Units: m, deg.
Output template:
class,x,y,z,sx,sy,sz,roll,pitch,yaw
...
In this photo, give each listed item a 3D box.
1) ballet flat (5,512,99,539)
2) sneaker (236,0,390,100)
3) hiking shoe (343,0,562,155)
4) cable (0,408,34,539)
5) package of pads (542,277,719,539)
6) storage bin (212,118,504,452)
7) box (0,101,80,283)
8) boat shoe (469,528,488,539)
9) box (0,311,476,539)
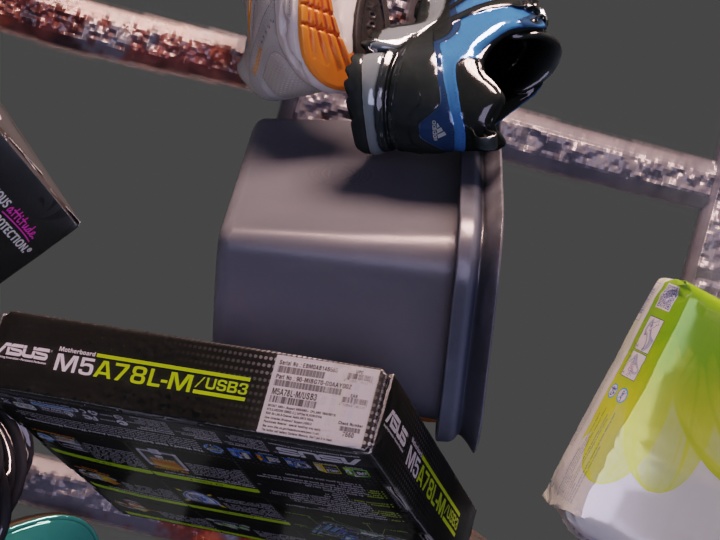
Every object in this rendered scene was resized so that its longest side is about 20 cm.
class,x,y,z,sx,sy,sz,roll,pitch,yaw
ballet flat,-0.223,0.198,0.979,0.068,0.068,0.200,52,51,-1
sneaker,-0.034,-0.184,0.977,0.076,0.092,0.201,18,70,-37
hiking shoe,0.068,-0.120,0.951,0.086,0.200,0.075,13,137,22
cable,-0.267,0.100,0.943,0.199,0.163,0.051,-10,133,-22
package of pads,0.220,0.115,1.044,0.199,0.068,0.155,28,90,-9
storage bin,0.000,0.000,0.944,0.134,0.200,0.146,6,116,2
box,-0.269,-0.040,0.900,0.200,0.124,0.149,-35,57,-3
boat shoe,0.066,0.190,1.027,0.199,0.074,0.074,29,91,-9
box,-0.058,0.089,0.907,0.199,0.193,0.048,8,69,20
